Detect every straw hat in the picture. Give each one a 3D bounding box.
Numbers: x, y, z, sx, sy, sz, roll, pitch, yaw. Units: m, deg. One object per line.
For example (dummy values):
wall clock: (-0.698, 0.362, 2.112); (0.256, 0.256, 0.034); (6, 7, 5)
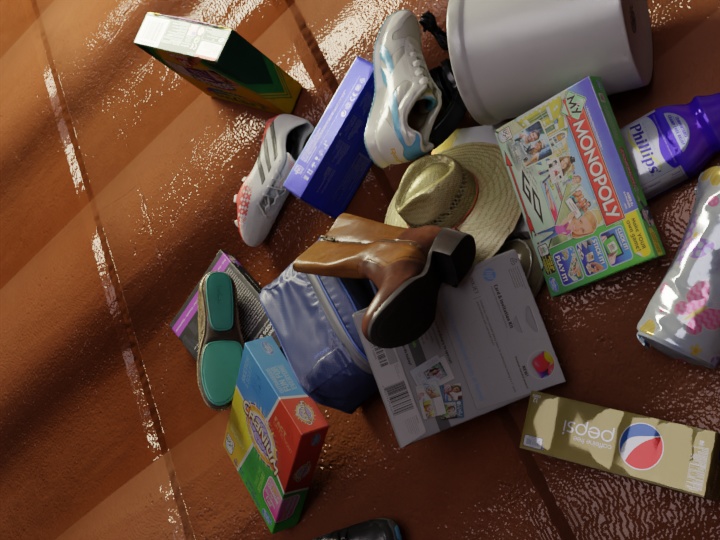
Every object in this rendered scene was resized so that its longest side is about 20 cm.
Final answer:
straw hat: (0.089, -0.088, 1.058); (0.198, 0.085, 0.205); (-17, 58, 29)

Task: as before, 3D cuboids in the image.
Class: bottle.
bottle: (0.335, -0.134, 0.977); (0.198, 0.065, 0.085); (-28, 68, 24)

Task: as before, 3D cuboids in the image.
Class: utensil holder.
utensil holder: (0.223, -0.271, 1.039); (0.197, 0.169, 0.174); (-6, 72, 30)

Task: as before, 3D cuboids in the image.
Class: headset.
headset: (0.085, -0.239, 1.159); (0.122, 0.094, 0.203); (-13, 46, 41)

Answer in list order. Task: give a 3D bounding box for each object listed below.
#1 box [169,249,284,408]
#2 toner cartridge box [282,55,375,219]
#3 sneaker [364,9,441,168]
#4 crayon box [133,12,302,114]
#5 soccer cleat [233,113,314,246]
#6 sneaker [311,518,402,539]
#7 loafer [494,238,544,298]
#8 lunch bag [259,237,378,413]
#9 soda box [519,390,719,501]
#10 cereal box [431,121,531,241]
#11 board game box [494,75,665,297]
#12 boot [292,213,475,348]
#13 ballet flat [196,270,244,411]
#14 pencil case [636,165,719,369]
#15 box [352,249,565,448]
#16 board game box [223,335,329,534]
box: (-0.183, 0.086, 1.289); (0.144, 0.036, 0.200); (-53, 53, 10)
toner cartridge box: (-0.017, -0.177, 1.219); (0.043, 0.094, 0.202); (34, 95, 36)
sneaker: (0.060, -0.225, 1.095); (0.079, 0.076, 0.204); (-6, 72, 34)
crayon box: (-0.213, -0.308, 1.346); (0.198, 0.172, 0.059); (22, 84, 37)
soccer cleat: (-0.123, -0.132, 1.297); (0.084, 0.068, 0.204); (7, 75, 40)
sneaker: (-0.039, 0.354, 1.075); (0.198, 0.082, 0.074); (-31, 58, 22)
loafer: (0.135, 0.035, 1.059); (0.200, 0.068, 0.076); (-44, 51, 16)
lunch bag: (-0.024, 0.058, 1.123); (0.132, 0.135, 0.202); (-38, 60, 14)
soda box: (0.270, 0.179, 0.923); (0.197, 0.067, 0.065); (10, 81, 37)
cereal box: (0.174, -0.108, 1.096); (0.197, 0.039, 0.147); (-4, 71, 35)
board game box: (0.235, -0.089, 0.980); (0.134, 0.029, 0.204); (-27, 78, 42)
boot: (0.000, 0.000, 0.983); (0.197, 0.069, 0.189); (12, 48, 36)
ballet flat: (-0.194, 0.102, 1.237); (0.065, 0.069, 0.204); (121, 150, -60)
pencil case: (0.355, -0.004, 0.911); (0.089, 0.083, 0.203); (23, 90, 22)
box: (0.108, 0.086, 0.999); (0.197, 0.041, 0.159); (-22, 86, 0)
board game box: (-0.112, 0.209, 1.133); (0.154, 0.040, 0.202); (51, 139, 35)
